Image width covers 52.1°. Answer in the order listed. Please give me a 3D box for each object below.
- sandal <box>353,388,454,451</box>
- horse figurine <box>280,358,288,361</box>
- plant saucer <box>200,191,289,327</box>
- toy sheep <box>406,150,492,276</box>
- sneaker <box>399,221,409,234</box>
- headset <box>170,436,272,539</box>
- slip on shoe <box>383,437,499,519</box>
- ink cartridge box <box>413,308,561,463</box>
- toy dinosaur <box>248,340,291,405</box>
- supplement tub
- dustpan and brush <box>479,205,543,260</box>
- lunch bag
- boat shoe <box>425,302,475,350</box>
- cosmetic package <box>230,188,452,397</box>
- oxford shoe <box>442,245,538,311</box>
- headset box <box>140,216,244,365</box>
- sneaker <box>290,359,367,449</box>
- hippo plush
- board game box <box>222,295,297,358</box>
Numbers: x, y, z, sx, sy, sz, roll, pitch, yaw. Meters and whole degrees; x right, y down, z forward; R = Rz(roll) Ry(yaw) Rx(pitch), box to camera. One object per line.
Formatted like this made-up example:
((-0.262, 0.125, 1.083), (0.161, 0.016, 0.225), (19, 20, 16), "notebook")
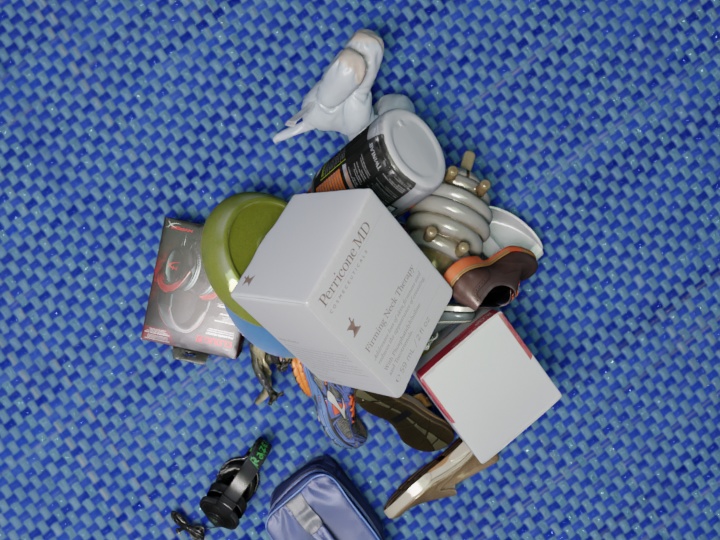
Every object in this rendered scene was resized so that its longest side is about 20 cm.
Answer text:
((0.069, 0.207, 1.101), (0.198, 0.055, 0.081), (37, 131, -24), "sandal")
((-0.083, 0.104, 1.111), (0.195, 0.050, 0.135), (14, 117, -9), "horse figurine")
((-0.122, -0.022, 1.012), (0.196, 0.031, 0.205), (17, 59, -30), "plant saucer")
((0.128, -0.077, 1.039), (0.135, 0.138, 0.204), (26, 78, -2), "toy sheep")
((0.000, 0.000, 1.103), (0.200, 0.085, 0.075), (-44, 92, 2), "sneaker")
((-0.205, 0.325, 1.092), (0.093, 0.124, 0.202), (34, 110, -1), "headset")
((0.124, 0.320, 1.122), (0.198, 0.076, 0.061), (-38, 86, -8), "slip on shoe")
((0.165, 0.151, 1.056), (0.144, 0.200, 0.146), (-39, 93, -3), "ink cartridge box")
((-0.136, 0.138, 1.062), (0.047, 0.088, 0.204), (-22, 129, -27), "toy dinosaur")
((0.012, -0.119, 1.013), (0.199, 0.122, 0.124), (-32, 92, 43), "supplement tub")
((0.167, -0.062, 1.118), (0.139, 0.057, 0.201), (-42, 75, -2), "dustpan and brush")
((-0.046, 0.393, 1.087), (0.135, 0.132, 0.201), (-39, 91, 0), "lunch bag")
((0.092, 0.083, 1.066), (0.072, 0.198, 0.064), (1, 81, -40), "boat shoe")
((-0.021, 0.029, 0.938), (0.200, 0.164, 0.170), (46, 63, -33), "cosmetic package")
((0.195, 0.019, 1.028), (0.073, 0.197, 0.072), (49, 131, 27), "oxford shoe")
((-0.236, 0.036, 1.102), (0.145, 0.075, 0.206), (12, 91, -3), "headset box")
((-0.033, 0.183, 1.086), (0.077, 0.076, 0.203), (-24, 118, 8), "sneaker")
((0.008, -0.230, 1.062), (0.160, 0.159, 0.202), (39, 70, -13), "hippo plush")
((-0.114, 0.031, 1.041), (0.156, 0.039, 0.204), (30, 55, -22), "board game box")
